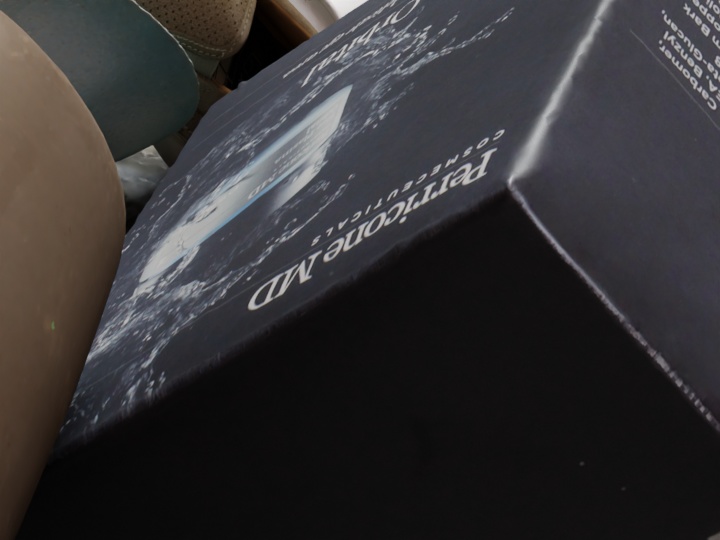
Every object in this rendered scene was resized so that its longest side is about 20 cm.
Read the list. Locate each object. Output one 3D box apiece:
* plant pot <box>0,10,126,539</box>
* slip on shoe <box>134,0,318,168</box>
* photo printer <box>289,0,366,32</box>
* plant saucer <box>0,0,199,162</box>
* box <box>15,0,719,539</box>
[{"bbox_3d":[-0.139,0.021,0.594,0.200,0.200,0.175,24,52,15],"label":"plant pot"},{"bbox_3d":[-0.062,-0.087,0.892,0.060,0.200,0.076,0,59,27],"label":"slip on shoe"},{"bbox_3d":[-0.018,-0.134,1.060,0.200,0.069,0.166,46,38,15],"label":"photo printer"},{"bbox_3d":[-0.149,-0.064,0.856,0.201,0.201,0.039,15,73,-2],"label":"plant saucer"},{"bbox_3d":[0.029,0.007,0.694,0.117,0.197,0.200,47,38,-16],"label":"box"}]
